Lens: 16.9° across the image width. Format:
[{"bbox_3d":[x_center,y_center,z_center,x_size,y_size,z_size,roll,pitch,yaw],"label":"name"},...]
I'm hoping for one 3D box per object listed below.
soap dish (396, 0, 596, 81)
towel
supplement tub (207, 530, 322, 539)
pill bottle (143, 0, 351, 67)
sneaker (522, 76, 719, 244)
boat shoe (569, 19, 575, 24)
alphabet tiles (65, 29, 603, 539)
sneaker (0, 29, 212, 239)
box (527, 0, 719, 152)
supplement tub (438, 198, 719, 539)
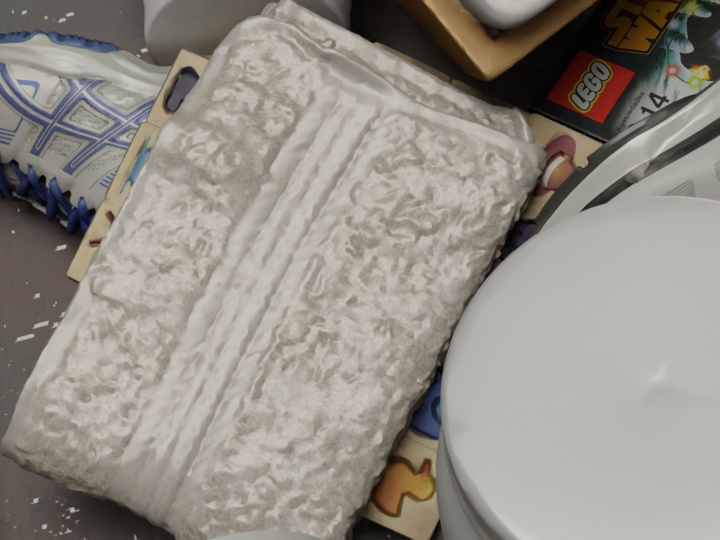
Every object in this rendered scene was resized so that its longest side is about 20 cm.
[{"bbox_3d":[0.037,-0.185,0.910,0.157,0.081,0.200,-38,86,-19],"label":"soap dish"},{"bbox_3d":[-0.028,0.008,0.880,0.132,0.034,0.201,26,78,6],"label":"towel"},{"bbox_3d":[-0.021,0.198,0.756,0.140,0.141,0.201,-26,59,-4],"label":"supplement tub"},{"bbox_3d":[-0.047,-0.176,0.998,0.108,0.109,0.201,-6,59,8],"label":"pill bottle"},{"bbox_3d":[0.138,-0.003,0.819,0.200,0.076,0.116,-43,53,18],"label":"sneaker"},{"bbox_3d":[0.076,-0.194,1.010,0.067,0.072,0.201,9,70,15],"label":"boat shoe"},{"bbox_3d":[0.000,0.000,0.903,0.199,0.006,0.167,24,77,6],"label":"alphabet tiles"},{"bbox_3d":[-0.098,-0.039,0.950,0.199,0.075,0.089,2,64,15],"label":"sneaker"},{"bbox_3d":[0.175,-0.103,0.950,0.136,0.040,0.200,26,68,25],"label":"box"},{"bbox_3d":[0.100,0.082,0.755,0.139,0.200,0.141,-5,59,9],"label":"supplement tub"}]
